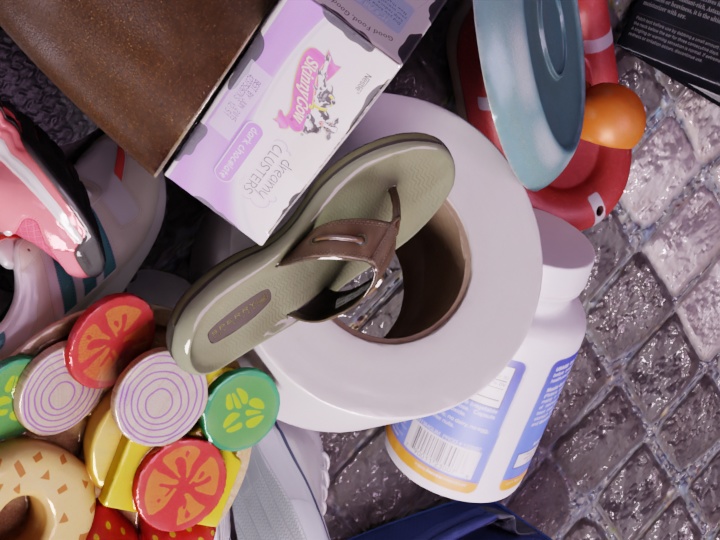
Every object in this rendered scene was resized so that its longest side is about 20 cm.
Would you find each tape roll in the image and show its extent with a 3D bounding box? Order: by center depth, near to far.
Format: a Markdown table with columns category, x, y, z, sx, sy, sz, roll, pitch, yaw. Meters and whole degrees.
| category | x | y | z | sx | sy | sz | roll | pitch | yaw |
| --- | --- | --- | --- | --- | --- | --- | --- | --- | --- |
| tape roll | 0.000 | 0.000 | 1.218 | 0.201 | 0.139 | 0.204 | 2 | 81 | -15 |

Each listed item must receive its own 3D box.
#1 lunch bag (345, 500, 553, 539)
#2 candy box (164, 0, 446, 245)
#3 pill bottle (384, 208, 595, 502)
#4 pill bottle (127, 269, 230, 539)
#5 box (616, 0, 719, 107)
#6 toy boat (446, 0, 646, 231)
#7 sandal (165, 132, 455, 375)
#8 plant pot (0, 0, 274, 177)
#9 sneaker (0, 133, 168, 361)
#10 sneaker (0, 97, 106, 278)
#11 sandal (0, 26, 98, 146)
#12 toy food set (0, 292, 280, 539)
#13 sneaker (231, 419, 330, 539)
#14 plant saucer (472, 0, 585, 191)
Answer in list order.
| category | x | y | z | sx | sy | sz | roll | pitch | yaw |
| --- | --- | --- | --- | --- | --- | --- | --- | --- | --- |
| lunch bag | 0.071 | 0.255 | 1.452 | 0.199 | 0.136 | 0.133 | -17 | 120 | -33 |
| candy box | -0.008 | -0.136 | 1.058 | 0.071 | 0.168 | 0.200 | 36 | 45 | -5 |
| pill bottle | 0.096 | 0.058 | 1.371 | 0.112 | 0.112 | 0.201 | -4 | 127 | -38 |
| pill bottle | -0.142 | 0.107 | 1.228 | 0.111 | 0.111 | 0.201 | -17 | 119 | -32 |
| box | 0.332 | -0.214 | 1.460 | 0.199 | 0.123 | 0.199 | 22 | 96 | -45 |
| toy boat | 0.149 | -0.116 | 1.350 | 0.130 | 0.131 | 0.201 | -31 | 126 | -24 |
| sandal | -0.020 | 0.000 | 1.094 | 0.201 | 0.057 | 0.080 | -40 | 139 | -12 |
| plant pot | -0.141 | -0.185 | 1.041 | 0.199 | 0.187 | 0.187 | 35 | 86 | -6 |
| sneaker | -0.187 | -0.014 | 1.136 | 0.201 | 0.070 | 0.093 | -63 | 143 | -20 |
| sneaker | -0.225 | -0.060 | 1.069 | 0.087 | 0.074 | 0.200 | -38 | 114 | 7 |
| sandal | -0.237 | -0.104 | 1.105 | 0.199 | 0.048 | 0.076 | -12 | 115 | -20 |
| toy food set | -0.148 | 0.109 | 1.124 | 0.199 | 0.049 | 0.199 | 16 | 100 | -35 |
| sneaker | -0.048 | 0.141 | 1.281 | 0.071 | 0.201 | 0.073 | -3 | 155 | -43 |
| plant saucer | 0.110 | -0.151 | 1.197 | 0.200 | 0.027 | 0.202 | -7 | 90 | -71 |
